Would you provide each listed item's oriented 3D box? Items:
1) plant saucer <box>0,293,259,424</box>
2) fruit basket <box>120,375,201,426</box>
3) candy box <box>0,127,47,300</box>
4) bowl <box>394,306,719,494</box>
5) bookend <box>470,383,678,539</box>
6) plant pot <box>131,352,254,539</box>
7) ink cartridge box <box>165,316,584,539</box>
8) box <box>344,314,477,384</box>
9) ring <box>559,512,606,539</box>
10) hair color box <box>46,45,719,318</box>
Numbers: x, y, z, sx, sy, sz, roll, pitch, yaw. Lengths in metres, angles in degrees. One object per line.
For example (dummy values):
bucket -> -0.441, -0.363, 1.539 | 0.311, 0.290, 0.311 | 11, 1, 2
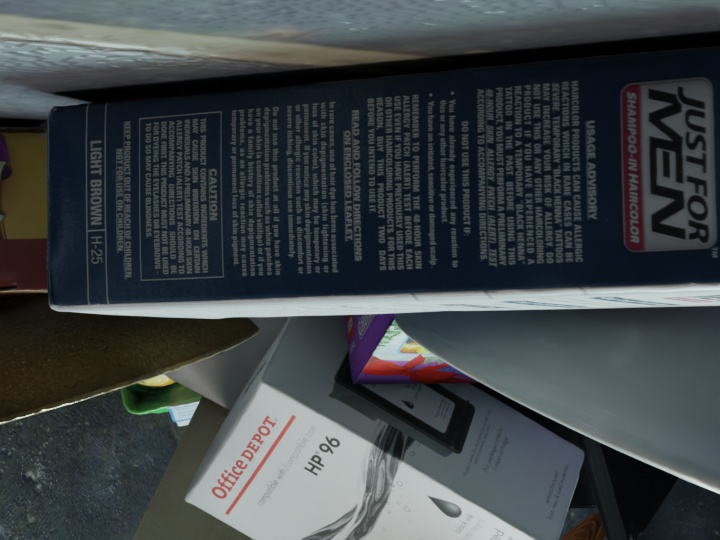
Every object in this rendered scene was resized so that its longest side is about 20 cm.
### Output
plant saucer -> -0.136, 0.031, 0.659 | 0.199, 0.036, 0.200 | -15, -176, 1
fruit basket -> -0.101, 0.039, 1.194 | 0.184, 0.094, 0.200 | -11, 168, -3
candy box -> -0.187, -0.012, 0.630 | 0.116, 0.057, 0.200 | -1, 179, -26
bowl -> 0.119, 0.016, 0.642 | 0.200, 0.091, 0.201 | 22, -175, -2
bookend -> 0.085, 0.066, 1.013 | 0.198, 0.093, 0.200 | -7, -160, 32
plant pot -> -0.045, 0.180, 1.039 | 0.176, 0.201, 0.200 | 26, 159, -3
ink cartridge box -> -0.007, 0.090, 0.893 | 0.199, 0.068, 0.116 | 30, 136, -3
box -> 0.104, 0.008, 0.818 | 0.198, 0.039, 0.137 | 0, 155, -16
ring -> 0.069, 0.209, 0.967 | 0.019, 0.201, 0.200 | 40, 179, 3
hair color box -> 0.021, -0.019, 0.514 | 0.199, 0.061, 0.100 | -2, 177, 25
